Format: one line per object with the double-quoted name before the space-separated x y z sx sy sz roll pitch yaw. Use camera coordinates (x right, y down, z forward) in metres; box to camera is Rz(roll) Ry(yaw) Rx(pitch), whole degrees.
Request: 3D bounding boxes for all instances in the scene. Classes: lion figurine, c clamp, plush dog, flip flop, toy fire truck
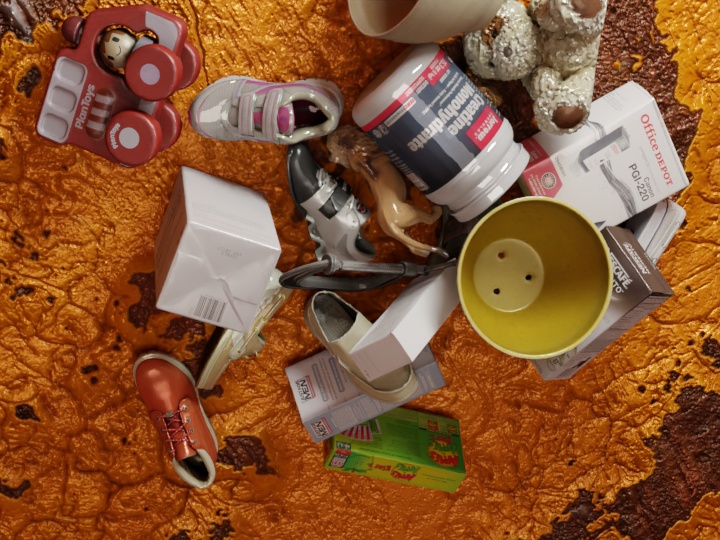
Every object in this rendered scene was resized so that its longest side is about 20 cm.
"lion figurine" 0.035 -0.101 1.550 0.122 0.201 0.072 11 132 -49
"c clamp" 0.000 0.000 1.593 0.199 0.171 0.027 1 76 -31
"plush dog" 0.212 -0.287 1.521 0.171 0.161 0.201 8 118 8
"flip flop" 0.137 -0.043 1.645 0.081 0.058 0.201 15 113 -12
"toy fire truck" -0.295 -0.227 1.468 0.167 0.112 0.201 22 109 1

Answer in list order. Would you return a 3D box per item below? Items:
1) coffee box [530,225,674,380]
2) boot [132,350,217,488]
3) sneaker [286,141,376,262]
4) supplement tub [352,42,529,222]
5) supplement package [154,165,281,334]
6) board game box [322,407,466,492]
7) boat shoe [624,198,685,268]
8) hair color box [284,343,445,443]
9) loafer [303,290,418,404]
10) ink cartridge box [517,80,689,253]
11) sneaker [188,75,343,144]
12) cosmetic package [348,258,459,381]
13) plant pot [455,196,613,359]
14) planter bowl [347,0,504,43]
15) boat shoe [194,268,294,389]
"coffee box" 0.307 0.045 1.649 0.200 0.113 0.080 -44 154 28
"boot" -0.249 0.205 1.665 0.075 0.107 0.201 -25 114 4
"sneaker" -0.033 -0.089 1.577 0.088 0.074 0.201 -9 127 20
"supplement tub" 0.100 -0.173 1.517 0.140 0.140 0.200 -43 101 10
"supplement package" -0.183 -0.029 1.516 0.121 0.200 0.120 17 110 -17
"board game box" 0.047 0.246 1.733 0.199 0.102 0.048 13 132 -16
"boat shoe" 0.384 -0.011 1.702 0.065 0.072 0.201 22 103 -19
"hair color box" 0.006 0.147 1.680 0.199 0.099 0.061 -24 138 1
"loafer" -0.006 0.100 1.618 0.076 0.200 0.068 -46 158 -11
"ink cartridge box" 0.316 -0.136 1.623 0.199 0.085 0.146 -30 117 2
"sneaker" -0.114 -0.199 1.511 0.199 0.088 0.082 -8 110 -7
"cosmetic package" 0.069 0.063 1.582 0.082 0.200 0.051 -31 100 39
"plant pot" 0.208 0.008 1.572 0.198 0.142 0.202 0 91 -7
"planter bowl" 0.093 -0.356 1.433 0.134 0.200 0.201 11 113 -32
"boat shoe" -0.157 0.085 1.644 0.066 0.074 0.201 28 107 -15
